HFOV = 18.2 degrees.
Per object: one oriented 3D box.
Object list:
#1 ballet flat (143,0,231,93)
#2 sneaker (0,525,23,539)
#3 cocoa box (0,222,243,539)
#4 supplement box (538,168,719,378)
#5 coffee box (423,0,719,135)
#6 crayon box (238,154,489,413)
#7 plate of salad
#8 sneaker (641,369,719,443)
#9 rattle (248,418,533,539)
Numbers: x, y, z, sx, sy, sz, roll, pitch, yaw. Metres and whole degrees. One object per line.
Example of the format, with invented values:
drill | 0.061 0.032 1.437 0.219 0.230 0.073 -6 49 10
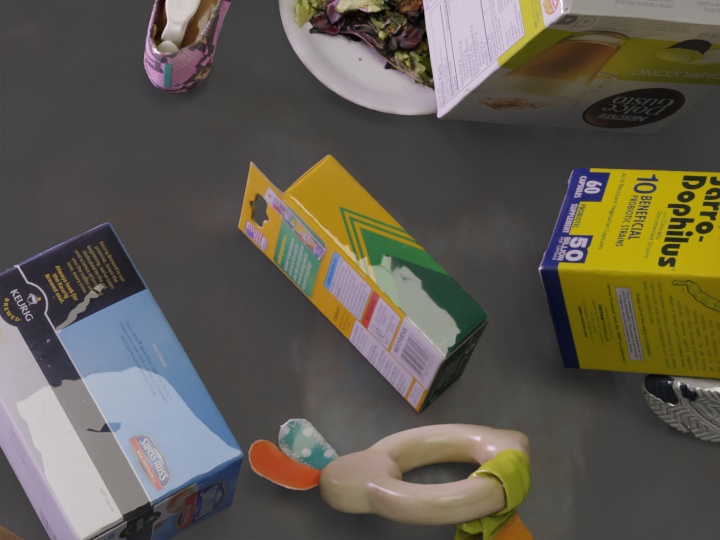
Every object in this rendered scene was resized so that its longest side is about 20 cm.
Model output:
ballet flat | -0.126 -0.235 1.746 0.069 0.071 0.200 13 68 -1
sneaker | -0.340 0.182 1.566 0.200 0.067 0.090 27 76 4
cocoa box | -0.187 0.095 1.577 0.131 0.133 0.200 -27 75 -17
supplement box | 0.245 0.003 1.629 0.200 0.110 0.109 3 46 21
coffee box | 0.174 -0.232 1.691 0.200 0.198 0.200 3 69 -26
crayon box | 0.000 0.000 1.641 0.052 0.126 0.200 -41 79 -20
plate of salad | 0.035 -0.217 1.772 0.200 0.048 0.200 2 69 -6
sneaker | 0.312 0.058 1.690 0.199 0.080 0.130 1 56 6
rattle | 0.029 0.182 1.628 0.200 0.143 0.130 -7 37 6
